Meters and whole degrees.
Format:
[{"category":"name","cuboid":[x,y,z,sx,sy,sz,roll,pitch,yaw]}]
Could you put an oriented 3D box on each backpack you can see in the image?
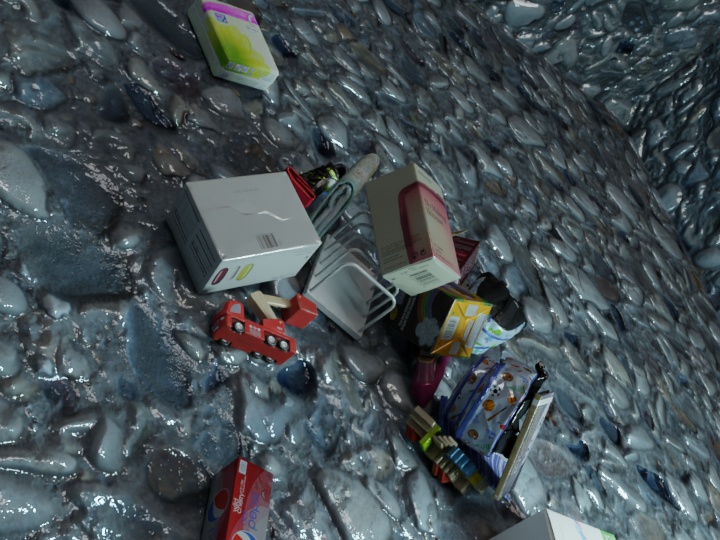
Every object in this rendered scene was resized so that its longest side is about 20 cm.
[{"category":"backpack","cuboid":[0.279,0.102,1.993,0.163,0.154,0.200,53,9,1]},{"category":"backpack","cuboid":[0.241,0.244,1.639,0.154,0.200,0.190,25,7,7]}]

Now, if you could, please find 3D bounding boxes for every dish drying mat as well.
[{"category":"dish drying mat","cuboid":[-0.137,-0.134,1.665,0.077,0.200,0.018,46,68,-6]}]

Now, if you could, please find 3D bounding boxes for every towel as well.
[{"category":"towel","cuboid":[-0.051,-0.132,1.745,0.048,0.200,0.171,40,31,-6]},{"category":"towel","cuboid":[0.216,0.336,1.722,0.200,0.024,0.145,47,15,-6]}]

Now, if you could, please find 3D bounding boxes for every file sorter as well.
[{"category":"file sorter","cuboid":[0.000,0.000,1.728,0.139,0.125,0.200,41,32,-17]}]

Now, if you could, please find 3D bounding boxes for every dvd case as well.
[{"category":"dvd case","cuboid":[0.298,0.313,1.630,0.016,0.200,0.149,23,3,21]}]

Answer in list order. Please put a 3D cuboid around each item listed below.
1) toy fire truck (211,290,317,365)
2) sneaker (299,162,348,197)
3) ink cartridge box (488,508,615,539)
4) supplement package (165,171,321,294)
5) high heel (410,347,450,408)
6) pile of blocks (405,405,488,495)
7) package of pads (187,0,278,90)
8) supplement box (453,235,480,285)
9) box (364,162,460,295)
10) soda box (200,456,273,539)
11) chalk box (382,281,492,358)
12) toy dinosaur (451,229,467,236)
[{"category":"toy fire truck","cuboid":[-0.161,0.083,1.520,0.200,0.049,0.141,26,38,-33]},{"category":"sneaker","cuboid":[-0.089,-0.188,1.865,0.071,0.083,0.200,52,31,4]},{"category":"ink cartridge box","cuboid":[0.352,0.517,1.621,0.200,0.145,0.084,28,37,-31]},{"category":"supplement package","cuboid":[-0.198,-0.066,1.525,0.200,0.111,0.156,-12,66,-38]},{"category":"high heel","cuboid":[0.138,0.204,1.795,0.200,0.067,0.096,-20,117,-69]},{"category":"pile of blocks","cuboid":[0.147,0.337,1.621,0.200,0.062,0.082,47,-13,-1]},{"category":"package of pads","cuboid":[-0.276,-0.495,1.969,0.154,0.068,0.200,6,53,-48]},{"category":"supplement box","cuboid":[0.191,-0.019,2.021,0.109,0.061,0.200,16,28,16]},{"category":"box","cuboid":[0.097,-0.074,1.664,0.128,0.109,0.200,32,42,-55]},{"category":"soda box","cuboid":[-0.170,0.355,1.199,0.063,0.070,0.200,35,34,-25]},{"category":"chalk box","cuboid":[0.137,0.075,1.801,0.124,0.125,0.200,11,17,-44]},{"category":"toy dinosaur","cuboid":[0.124,-0.061,1.990,0.200,0.060,0.106,-24,46,-20]}]
